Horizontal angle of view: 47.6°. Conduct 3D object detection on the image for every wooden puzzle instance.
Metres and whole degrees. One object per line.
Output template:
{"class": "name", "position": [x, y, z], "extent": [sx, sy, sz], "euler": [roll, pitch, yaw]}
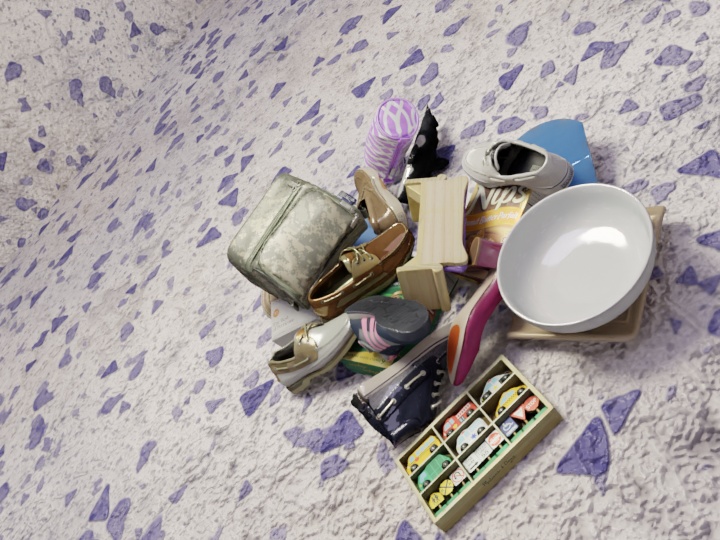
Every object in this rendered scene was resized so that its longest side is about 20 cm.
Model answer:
{"class": "wooden puzzle", "position": [0.293, 0.008, 1.059], "extent": [0.184, 0.037, 0.202], "euler": [-3, 55, 46]}

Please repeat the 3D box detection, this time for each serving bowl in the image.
{"class": "serving bowl", "position": [0.269, -0.007, 1.001], "extent": [0.198, 0.066, 0.202], "euler": [-23, 47, 26]}

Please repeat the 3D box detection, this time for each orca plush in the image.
{"class": "orca plush", "position": [0.125, -0.200, 1.477], "extent": [0.106, 0.070, 0.201], "euler": [104, -175, -50]}

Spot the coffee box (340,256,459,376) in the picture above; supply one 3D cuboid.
{"class": "coffee box", "position": [0.061, 0.070, 1.247], "extent": [0.122, 0.044, 0.201], "euler": [6, 59, 50]}

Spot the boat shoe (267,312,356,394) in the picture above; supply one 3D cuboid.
{"class": "boat shoe", "position": [-0.073, 0.120, 1.267], "extent": [0.200, 0.068, 0.075], "euler": [-44, 14, 33]}

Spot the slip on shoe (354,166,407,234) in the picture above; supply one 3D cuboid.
{"class": "slip on shoe", "position": [0.019, -0.122, 1.458], "extent": [0.060, 0.077, 0.200], "euler": [-23, 39, -9]}

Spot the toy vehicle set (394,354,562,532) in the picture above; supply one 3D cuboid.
{"class": "toy vehicle set", "position": [0.143, 0.212, 1.019], "extent": [0.200, 0.027, 0.124], "euler": [-45, 33, 1]}

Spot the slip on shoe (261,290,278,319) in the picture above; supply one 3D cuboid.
{"class": "slip on shoe", "position": [-0.114, -0.004, 1.472], "extent": [0.201, 0.076, 0.061], "euler": [-56, 3, -12]}

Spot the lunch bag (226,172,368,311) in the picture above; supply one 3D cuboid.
{"class": "lunch bag", "position": [-0.097, -0.045, 1.358], "extent": [0.167, 0.139, 0.201], "euler": [28, 77, 35]}

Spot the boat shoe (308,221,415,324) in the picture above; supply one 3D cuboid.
{"class": "boat shoe", "position": [0.000, 0.000, 1.274], "extent": [0.200, 0.074, 0.076], "euler": [-46, 41, 0]}

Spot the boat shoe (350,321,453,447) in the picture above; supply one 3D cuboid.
{"class": "boat shoe", "position": [0.090, 0.156, 1.114], "extent": [0.199, 0.075, 0.093], "euler": [-35, 68, -12]}

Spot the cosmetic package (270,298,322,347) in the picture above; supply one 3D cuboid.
{"class": "cosmetic package", "position": [-0.063, 0.057, 1.380], "extent": [0.199, 0.051, 0.083], "euler": [-28, 46, 25]}

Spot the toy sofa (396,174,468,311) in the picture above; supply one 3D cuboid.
{"class": "toy sofa", "position": [0.110, -0.042, 1.162], "extent": [0.096, 0.083, 0.202], "euler": [-4, 45, 12]}

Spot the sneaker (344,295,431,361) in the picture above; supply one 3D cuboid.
{"class": "sneaker", "position": [0.047, 0.086, 1.112], "extent": [0.070, 0.083, 0.200], "euler": [-25, 14, -18]}

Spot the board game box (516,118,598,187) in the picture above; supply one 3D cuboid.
{"class": "board game box", "position": [0.283, -0.128, 1.216], "extent": [0.157, 0.039, 0.202], "euler": [-29, 50, 34]}

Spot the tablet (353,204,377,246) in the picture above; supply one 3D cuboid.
{"class": "tablet", "position": [-0.020, -0.041, 1.485], "extent": [0.130, 0.014, 0.200], "euler": [-45, 34, 1]}

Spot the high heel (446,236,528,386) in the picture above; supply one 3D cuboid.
{"class": "high heel", "position": [0.176, 0.061, 1.081], "extent": [0.067, 0.095, 0.203], "euler": [-156, 80, -79]}

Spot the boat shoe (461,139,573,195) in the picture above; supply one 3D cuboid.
{"class": "boat shoe", "position": [0.206, -0.156, 1.142], "extent": [0.199, 0.065, 0.074], "euler": [14, 79, 52]}

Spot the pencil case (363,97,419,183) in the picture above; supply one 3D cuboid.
{"class": "pencil case", "position": [0.053, -0.229, 1.459], "extent": [0.083, 0.200, 0.087], "euler": [-6, 74, -6]}

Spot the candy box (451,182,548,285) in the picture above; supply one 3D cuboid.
{"class": "candy box", "position": [0.207, -0.076, 1.192], "extent": [0.115, 0.055, 0.202], "euler": [18, 83, 53]}
